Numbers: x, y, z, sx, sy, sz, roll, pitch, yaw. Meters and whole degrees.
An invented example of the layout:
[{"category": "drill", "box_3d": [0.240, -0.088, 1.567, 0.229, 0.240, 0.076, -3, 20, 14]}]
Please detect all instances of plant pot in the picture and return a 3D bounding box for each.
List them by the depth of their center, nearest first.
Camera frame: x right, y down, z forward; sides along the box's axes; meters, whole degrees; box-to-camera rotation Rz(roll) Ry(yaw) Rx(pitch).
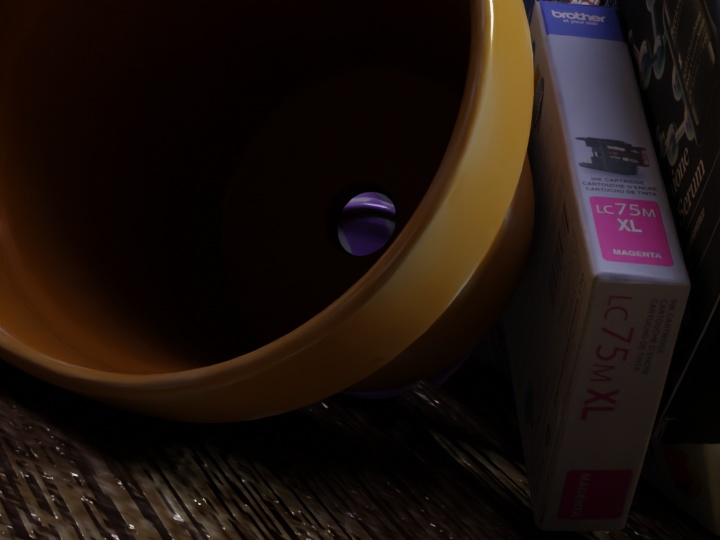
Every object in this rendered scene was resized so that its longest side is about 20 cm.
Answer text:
[{"category": "plant pot", "box_3d": [-0.025, -0.040, 0.712, 0.199, 0.201, 0.183, 28, -3, 25]}]

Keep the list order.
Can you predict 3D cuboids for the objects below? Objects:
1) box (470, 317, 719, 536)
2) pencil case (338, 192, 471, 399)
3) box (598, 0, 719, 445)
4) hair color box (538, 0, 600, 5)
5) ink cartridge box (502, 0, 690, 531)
[{"category": "box", "box_3d": [0.101, 0.005, 0.959, 0.041, 0.157, 0.200, -26, 33, -19]}, {"category": "pencil case", "box_3d": [0.000, 0.000, 0.925, 0.086, 0.084, 0.200, 45, 7, -7]}, {"category": "box", "box_3d": [0.159, -0.059, 0.781, 0.106, 0.201, 0.149, 1, -32, -6]}, {"category": "hair color box", "box_3d": [0.112, -0.108, 1.075, 0.098, 0.061, 0.200, 19, -8, -14]}, {"category": "ink cartridge box", "box_3d": [0.080, -0.015, 0.812, 0.042, 0.120, 0.201, 2, 40, -8]}]
